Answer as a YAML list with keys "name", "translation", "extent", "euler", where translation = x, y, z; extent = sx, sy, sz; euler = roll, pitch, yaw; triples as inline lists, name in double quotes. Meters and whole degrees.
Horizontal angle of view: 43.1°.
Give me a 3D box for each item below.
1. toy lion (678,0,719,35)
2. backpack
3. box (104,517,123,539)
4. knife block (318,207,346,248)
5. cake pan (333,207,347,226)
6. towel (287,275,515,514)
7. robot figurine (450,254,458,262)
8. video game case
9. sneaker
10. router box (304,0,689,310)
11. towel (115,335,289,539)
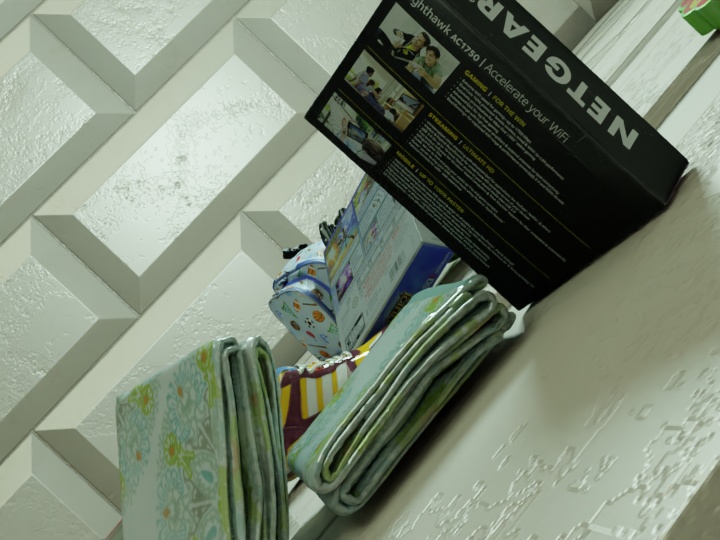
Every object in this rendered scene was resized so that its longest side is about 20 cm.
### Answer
- name: "toy lion"
  translation: [0.369, -0.304, 0.815]
  extent: [0.200, 0.069, 0.192]
  euler: [-47, 9, 30]
- name: "backpack"
  translation: [-0.038, 0.038, 1.423]
  extent: [0.190, 0.200, 0.154]
  euler: [-35, 16, 48]
- name: "box"
  translation: [-0.144, 0.224, 0.813]
  extent: [0.128, 0.109, 0.200]
  euler: [-48, 2, -7]
- name: "knife block"
  translation: [0.000, 0.000, 1.231]
  extent: [0.064, 0.175, 0.200]
  euler: [-48, 1, 24]
- name: "cake pan"
  translation: [0.056, -0.058, 1.444]
  extent: [0.200, 0.198, 0.037]
  euler: [135, 140, -64]
- name: "towel"
  translation: [0.018, 0.084, 0.638]
  extent: [0.171, 0.048, 0.200]
  euler: [-47, 1, -11]
- name: "robot figurine"
  translation: [0.082, -0.065, 1.174]
  extent: [0.175, 0.116, 0.200]
  euler: [-41, -14, 17]
- name: "video game case"
  translation: [0.025, -0.021, 1.010]
  extent: [0.182, 0.045, 0.201]
  euler: [-104, 33, -42]
- name: "sneaker"
  translation: [-0.037, 0.114, 0.922]
  extent: [0.200, 0.090, 0.075]
  euler: [-47, 1, -15]
- name: "router box"
  translation: [0.077, -0.082, 0.569]
  extent: [0.051, 0.200, 0.149]
  euler: [-51, 4, -37]
- name: "towel"
  translation: [-0.115, 0.151, 0.636]
  extent: [0.048, 0.173, 0.199]
  euler: [7, -24, -36]
